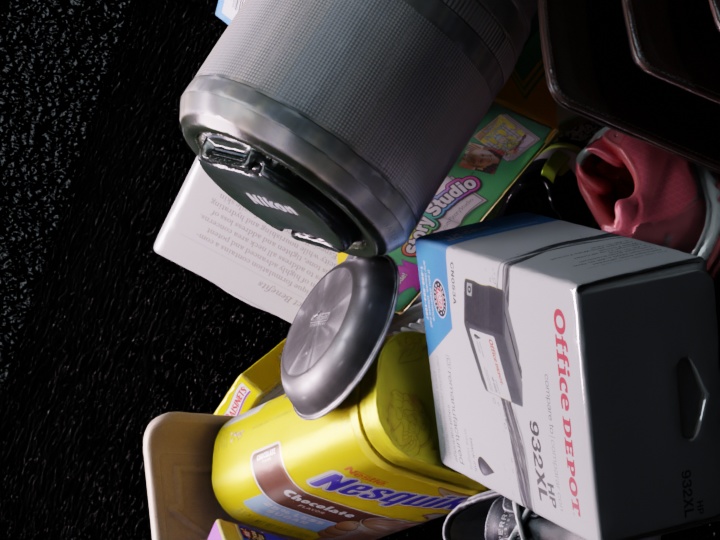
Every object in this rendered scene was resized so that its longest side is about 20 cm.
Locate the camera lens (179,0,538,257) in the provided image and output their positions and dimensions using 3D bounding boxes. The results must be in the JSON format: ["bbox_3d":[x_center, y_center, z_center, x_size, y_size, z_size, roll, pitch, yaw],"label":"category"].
[{"bbox_3d":[-0.001,-0.121,1.241,0.201,0.160,0.160,-58,16,-12],"label":"camera lens"}]

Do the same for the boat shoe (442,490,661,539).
[{"bbox_3d":[0.107,0.157,1.219,0.200,0.067,0.072,-9,63,69],"label":"boat shoe"}]

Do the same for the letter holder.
[{"bbox_3d":[0.185,-0.178,1.207,0.101,0.141,0.201,-51,26,46],"label":"letter holder"}]

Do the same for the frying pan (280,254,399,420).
[{"bbox_3d":[0.004,0.006,1.280,0.191,0.031,0.115,-59,22,5],"label":"frying pan"}]

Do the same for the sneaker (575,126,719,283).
[{"bbox_3d":[0.168,-0.070,1.239,0.074,0.086,0.201,-59,21,29],"label":"sneaker"}]

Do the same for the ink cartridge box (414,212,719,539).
[{"bbox_3d":[0.114,0.056,1.159,0.200,0.083,0.146,-160,62,-65],"label":"ink cartridge box"}]

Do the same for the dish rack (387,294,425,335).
[{"bbox_3d":[0.021,0.104,1.560,0.200,0.043,0.173,-32,42,63],"label":"dish rack"}]

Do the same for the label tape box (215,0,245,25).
[{"bbox_3d":[0.010,-0.200,1.595,0.143,0.199,0.066,39,124,28],"label":"label tape box"}]

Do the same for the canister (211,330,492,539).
[{"bbox_3d":[0.012,0.117,1.352,0.200,0.148,0.087,-28,52,49],"label":"canister"}]

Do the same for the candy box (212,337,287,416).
[{"bbox_3d":[-0.050,0.074,1.525,0.200,0.026,0.102,-38,-17,-53],"label":"candy box"}]

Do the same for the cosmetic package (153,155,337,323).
[{"bbox_3d":[-0.039,-0.088,1.668,0.201,0.167,0.167,-60,4,29],"label":"cosmetic package"}]

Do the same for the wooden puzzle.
[{"bbox_3d":[-0.070,0.204,1.425,0.046,0.184,0.201,-22,67,49],"label":"wooden puzzle"}]

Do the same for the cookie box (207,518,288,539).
[{"bbox_3d":[0.003,0.239,1.229,0.076,0.199,0.171,-66,19,13],"label":"cookie box"}]

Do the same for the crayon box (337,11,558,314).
[{"bbox_3d":[0.054,-0.099,1.407,0.200,0.058,0.173,-51,29,39],"label":"crayon box"}]

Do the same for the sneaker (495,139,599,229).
[{"bbox_3d":[0.095,0.002,1.324,0.083,0.072,0.201,-27,-38,-51],"label":"sneaker"}]

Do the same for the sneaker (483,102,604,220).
[{"bbox_3d":[0.119,-0.029,1.382,0.200,0.076,0.089,-61,36,41],"label":"sneaker"}]
